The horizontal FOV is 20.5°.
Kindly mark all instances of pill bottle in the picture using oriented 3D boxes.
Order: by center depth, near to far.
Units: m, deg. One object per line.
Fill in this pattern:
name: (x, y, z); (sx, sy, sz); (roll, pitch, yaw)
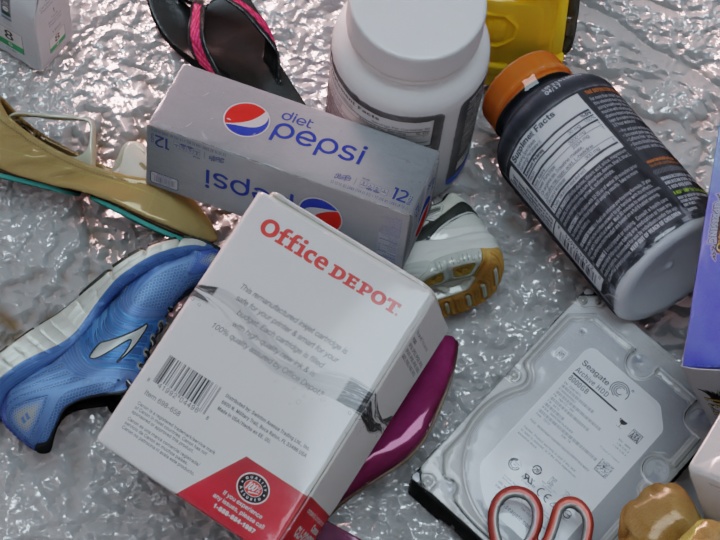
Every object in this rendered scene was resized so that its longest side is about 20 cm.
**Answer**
pill bottle: (0.033, -0.139, 1.422); (0.112, 0.200, 0.115); (2, 64, -3)
pill bottle: (0.170, -0.069, 1.444); (0.106, 0.107, 0.201); (-27, 60, -15)

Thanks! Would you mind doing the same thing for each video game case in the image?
video game case: (0.275, 0.018, 1.378); (0.045, 0.182, 0.202); (1, 62, 24)

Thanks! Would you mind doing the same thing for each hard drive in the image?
hard drive: (0.148, 0.125, 1.399); (0.140, 0.038, 0.200); (41, 68, 14)

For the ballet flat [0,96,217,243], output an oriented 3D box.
ballet flat: (-0.191, -0.074, 1.445); (0.198, 0.069, 0.064); (19, 91, 5)

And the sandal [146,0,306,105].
sandal: (-0.094, -0.167, 1.512); (0.075, 0.045, 0.201); (-29, 70, -16)

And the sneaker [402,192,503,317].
sneaker: (0.000, 0.000, 1.437); (0.198, 0.076, 0.088); (-12, 50, -12)

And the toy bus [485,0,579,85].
toy bus: (0.105, -0.269, 1.494); (0.134, 0.192, 0.202); (6, 63, 1)

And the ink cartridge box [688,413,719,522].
ink cartridge box: (0.286, 0.149, 1.303); (0.067, 0.201, 0.118); (19, 62, 34)

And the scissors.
scissors: (0.091, 0.237, 1.328); (0.073, 0.014, 0.202); (23, 79, 8)

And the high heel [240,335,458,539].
high heel: (-0.010, 0.113, 1.373); (0.096, 0.067, 0.201); (31, 70, -1)

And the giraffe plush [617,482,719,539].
giraffe plush: (0.167, 0.245, 1.275); (0.161, 0.200, 0.174); (-28, 94, -10)

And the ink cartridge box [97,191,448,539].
ink cartridge box: (-0.054, 0.072, 1.316); (0.144, 0.084, 0.201); (31, 81, 17)

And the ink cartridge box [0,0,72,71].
ink cartridge box: (-0.290, -0.249, 1.451); (0.160, 0.200, 0.050); (31, 67, 11)

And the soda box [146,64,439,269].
soda box: (-0.048, -0.072, 1.397); (0.198, 0.064, 0.069); (19, 51, 9)

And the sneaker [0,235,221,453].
sneaker: (-0.169, 0.054, 1.397); (0.200, 0.079, 0.089); (-39, 84, -13)
